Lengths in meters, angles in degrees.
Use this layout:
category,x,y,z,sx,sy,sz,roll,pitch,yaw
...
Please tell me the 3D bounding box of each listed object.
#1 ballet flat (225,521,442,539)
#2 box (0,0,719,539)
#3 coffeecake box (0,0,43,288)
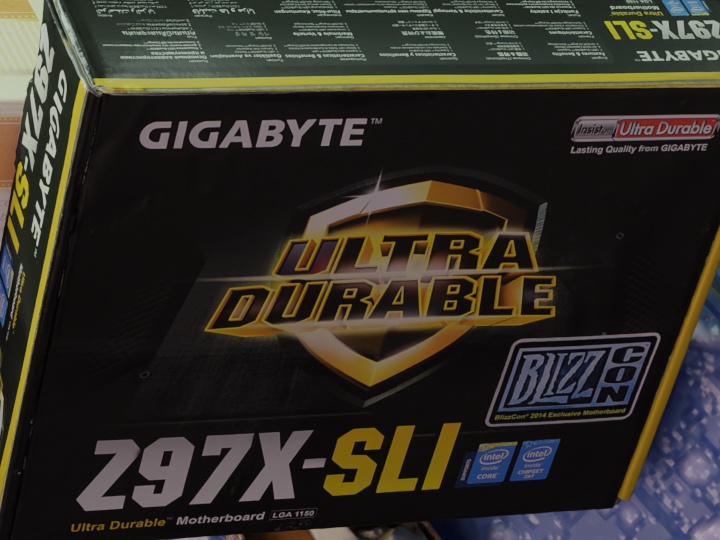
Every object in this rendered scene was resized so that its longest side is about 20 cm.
category,x,y,z,sx,sy,sz,roll,pitch,yaw
ballet flat,-0.014,0.079,0.873,0.068,0.067,0.200,-34,85,-8
box,0.000,0.000,0.774,0.049,0.200,0.160,-116,33,-44
coffeecake box,-0.125,0.008,0.810,0.073,0.153,0.200,58,139,41
